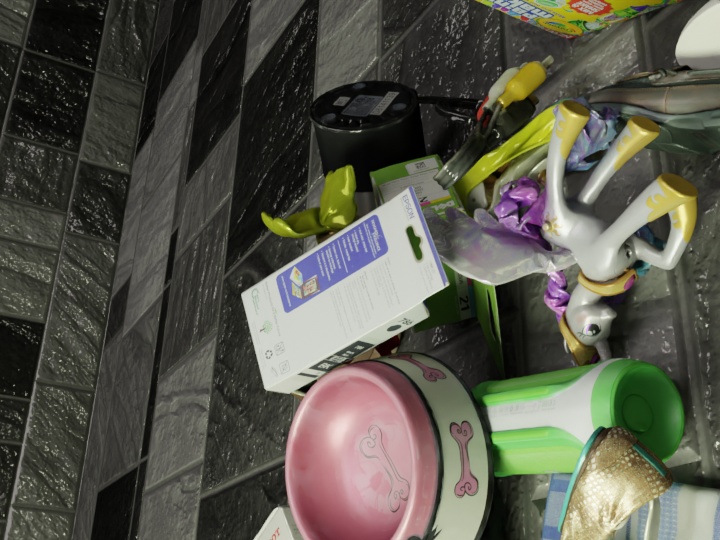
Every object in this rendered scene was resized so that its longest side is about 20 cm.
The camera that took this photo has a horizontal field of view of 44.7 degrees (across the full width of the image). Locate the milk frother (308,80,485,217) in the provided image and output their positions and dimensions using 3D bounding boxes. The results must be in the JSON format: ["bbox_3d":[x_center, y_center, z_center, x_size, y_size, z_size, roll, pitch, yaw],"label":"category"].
[{"bbox_3d":[0.065,-0.105,0.971,0.200,0.180,0.188,24,138,37],"label":"milk frother"}]

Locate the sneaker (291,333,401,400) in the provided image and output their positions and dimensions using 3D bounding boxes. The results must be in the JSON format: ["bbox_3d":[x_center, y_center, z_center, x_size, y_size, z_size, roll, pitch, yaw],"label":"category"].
[{"bbox_3d":[-0.022,0.112,1.081,0.200,0.075,0.071,-54,32,39],"label":"sneaker"}]

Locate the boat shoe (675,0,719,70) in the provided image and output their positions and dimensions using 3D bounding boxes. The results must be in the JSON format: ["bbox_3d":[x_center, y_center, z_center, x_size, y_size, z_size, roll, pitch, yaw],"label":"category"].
[{"bbox_3d":[0.303,-0.203,0.604,0.069,0.072,0.200,-56,3,-29],"label":"boat shoe"}]

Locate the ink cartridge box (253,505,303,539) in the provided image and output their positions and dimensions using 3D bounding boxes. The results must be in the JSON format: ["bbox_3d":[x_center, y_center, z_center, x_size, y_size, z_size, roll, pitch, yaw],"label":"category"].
[{"bbox_3d":[-0.052,0.376,0.951,0.147,0.083,0.200,-59,42,32],"label":"ink cartridge box"}]

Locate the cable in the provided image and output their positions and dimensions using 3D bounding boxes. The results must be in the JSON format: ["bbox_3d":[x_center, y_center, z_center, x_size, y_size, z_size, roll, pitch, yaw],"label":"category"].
[{"bbox_3d":[0.105,-0.129,0.797,0.200,0.050,0.097,-41,4,-39],"label":"cable"}]

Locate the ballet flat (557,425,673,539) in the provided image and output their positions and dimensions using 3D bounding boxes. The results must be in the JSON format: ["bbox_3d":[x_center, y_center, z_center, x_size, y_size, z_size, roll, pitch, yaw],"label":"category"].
[{"bbox_3d":[0.163,0.197,0.603,0.065,0.070,0.200,29,131,28],"label":"ballet flat"}]

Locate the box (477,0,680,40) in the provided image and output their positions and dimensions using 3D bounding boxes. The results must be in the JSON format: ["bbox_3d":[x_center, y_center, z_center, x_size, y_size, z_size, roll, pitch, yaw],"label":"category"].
[{"bbox_3d":[0.175,-0.309,0.758,0.193,0.200,0.122,2,79,65],"label":"box"}]

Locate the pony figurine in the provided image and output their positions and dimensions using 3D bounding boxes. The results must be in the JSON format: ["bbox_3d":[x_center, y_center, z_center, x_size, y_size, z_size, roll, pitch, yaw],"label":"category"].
[{"bbox_3d":[0.165,-0.033,0.696,0.193,0.166,0.200,47,139,32],"label":"pony figurine"}]

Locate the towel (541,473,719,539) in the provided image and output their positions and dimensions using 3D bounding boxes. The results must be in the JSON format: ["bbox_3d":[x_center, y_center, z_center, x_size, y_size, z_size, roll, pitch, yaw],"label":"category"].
[{"bbox_3d":[0.196,0.224,0.636,0.200,0.024,0.147,-13,64,62],"label":"towel"}]

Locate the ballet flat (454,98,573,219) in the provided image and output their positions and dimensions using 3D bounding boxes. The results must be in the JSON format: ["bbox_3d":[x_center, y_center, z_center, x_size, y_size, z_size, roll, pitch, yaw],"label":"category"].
[{"bbox_3d":[0.148,-0.089,0.849,0.200,0.067,0.067,-40,34,47],"label":"ballet flat"}]

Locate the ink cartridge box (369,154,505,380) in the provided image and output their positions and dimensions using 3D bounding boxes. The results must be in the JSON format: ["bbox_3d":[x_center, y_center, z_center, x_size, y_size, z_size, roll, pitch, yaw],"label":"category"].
[{"bbox_3d":[0.075,0.004,0.860,0.200,0.076,0.148,-106,2,-49],"label":"ink cartridge box"}]

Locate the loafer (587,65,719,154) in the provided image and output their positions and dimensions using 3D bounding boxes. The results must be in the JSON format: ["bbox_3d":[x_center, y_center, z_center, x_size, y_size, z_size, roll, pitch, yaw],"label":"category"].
[{"bbox_3d":[0.256,-0.126,0.660,0.200,0.072,0.063,23,85,57],"label":"loafer"}]

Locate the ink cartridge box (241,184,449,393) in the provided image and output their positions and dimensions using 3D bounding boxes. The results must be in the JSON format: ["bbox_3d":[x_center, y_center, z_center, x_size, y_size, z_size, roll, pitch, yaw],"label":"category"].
[{"bbox_3d":[-0.011,0.020,0.747,0.200,0.039,0.100,-31,61,27],"label":"ink cartridge box"}]

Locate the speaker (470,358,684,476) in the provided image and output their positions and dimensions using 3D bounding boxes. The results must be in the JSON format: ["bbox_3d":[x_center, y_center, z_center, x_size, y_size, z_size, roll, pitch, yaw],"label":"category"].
[{"bbox_3d":[0.156,0.121,0.699,0.200,0.088,0.089,-25,55,59],"label":"speaker"}]

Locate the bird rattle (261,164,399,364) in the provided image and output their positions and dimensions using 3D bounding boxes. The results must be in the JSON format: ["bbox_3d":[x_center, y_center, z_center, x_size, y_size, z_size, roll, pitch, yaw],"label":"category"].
[{"bbox_3d":[0.000,0.000,0.867,0.113,0.163,0.200,-33,73,17],"label":"bird rattle"}]

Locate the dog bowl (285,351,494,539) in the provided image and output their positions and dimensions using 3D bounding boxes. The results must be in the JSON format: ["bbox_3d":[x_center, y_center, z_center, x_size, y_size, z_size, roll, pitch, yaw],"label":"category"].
[{"bbox_3d":[0.013,0.166,0.739,0.200,0.074,0.201,-14,71,46],"label":"dog bowl"}]
